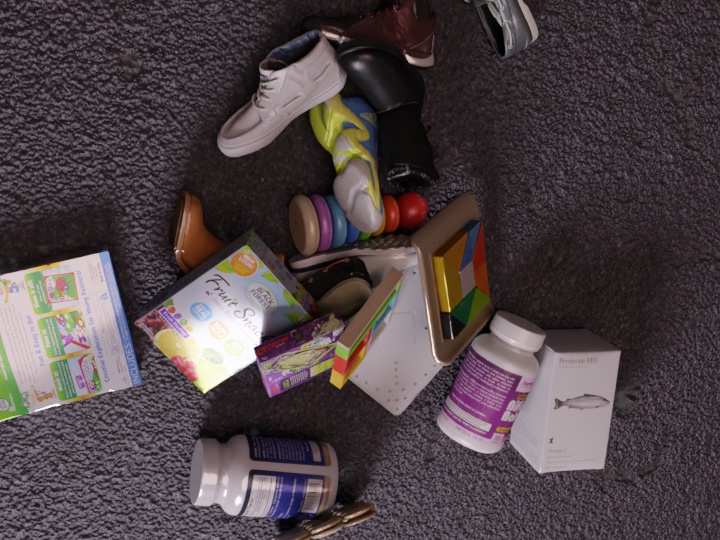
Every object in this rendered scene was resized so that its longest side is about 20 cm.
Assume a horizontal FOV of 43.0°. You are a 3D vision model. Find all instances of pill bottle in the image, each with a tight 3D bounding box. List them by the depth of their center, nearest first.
[{"bbox_3d":[-0.142,0.300,1.332,0.199,0.116,0.116,10,102,-19],"label":"pill bottle"},{"bbox_3d":[0.205,0.168,1.400,0.112,0.112,0.201,19,103,-21],"label":"pill bottle"}]

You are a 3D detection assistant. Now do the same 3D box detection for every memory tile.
[{"bbox_3d":[-0.055,0.376,1.345,0.153,0.200,0.017,-21,80,-12],"label":"memory tile"}]

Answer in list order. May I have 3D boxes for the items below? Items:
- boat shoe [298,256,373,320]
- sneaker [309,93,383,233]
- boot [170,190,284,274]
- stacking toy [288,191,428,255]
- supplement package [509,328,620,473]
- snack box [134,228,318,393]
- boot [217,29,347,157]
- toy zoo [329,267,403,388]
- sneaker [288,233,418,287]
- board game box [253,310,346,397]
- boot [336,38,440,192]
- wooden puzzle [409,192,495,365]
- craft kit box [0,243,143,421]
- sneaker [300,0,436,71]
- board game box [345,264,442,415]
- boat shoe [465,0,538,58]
[{"bbox_3d":[-0.071,0.052,1.262,0.201,0.063,0.074,-32,129,19],"label":"boat shoe"},{"bbox_3d":[0.009,-0.155,1.248,0.105,0.076,0.201,-19,89,-40],"label":"sneaker"},{"bbox_3d":[-0.180,-0.018,1.257,0.154,0.074,0.201,-3,118,-15],"label":"boot"},{"bbox_3d":[0.003,-0.079,1.297,0.199,0.085,0.086,-11,108,-21],"label":"stacking toy"},{"bbox_3d":[0.321,0.203,1.448,0.116,0.117,0.201,0,105,-15],"label":"supplement package"},{"bbox_3d":[-0.176,0.057,1.205,0.200,0.053,0.142,-32,113,20],"label":"snack box"},{"bbox_3d":[-0.117,-0.235,1.186,0.200,0.074,0.096,-36,147,1],"label":"boot"},{"bbox_3d":[0.006,0.088,1.266,0.020,0.200,0.131,33,66,10],"label":"toy zoo"},{"bbox_3d":[0.000,0.000,1.304,0.199,0.076,0.081,-10,102,6],"label":"sneaker"},{"bbox_3d":[-0.080,0.117,1.241,0.120,0.200,0.032,-28,74,-12],"label":"board game box"},{"bbox_3d":[0.041,-0.198,1.205,0.198,0.073,0.163,20,62,-59],"label":"boot"},{"bbox_3d":[0.143,0.010,1.321,0.185,0.037,0.201,-40,122,-48],"label":"wooden puzzle"},{"bbox_3d":[-0.412,0.083,1.226,0.197,0.049,0.201,-14,109,-16],"label":"craft kit box"},{"bbox_3d":[0.017,-0.345,1.231,0.199,0.076,0.116,8,98,-30],"label":"sneaker"},{"bbox_3d":[0.050,0.088,1.381,0.200,0.026,0.200,41,90,-23],"label":"board game box"},{"bbox_3d":[0.176,-0.384,1.263,0.062,0.073,0.200,-41,118,-7],"label":"boat shoe"}]
